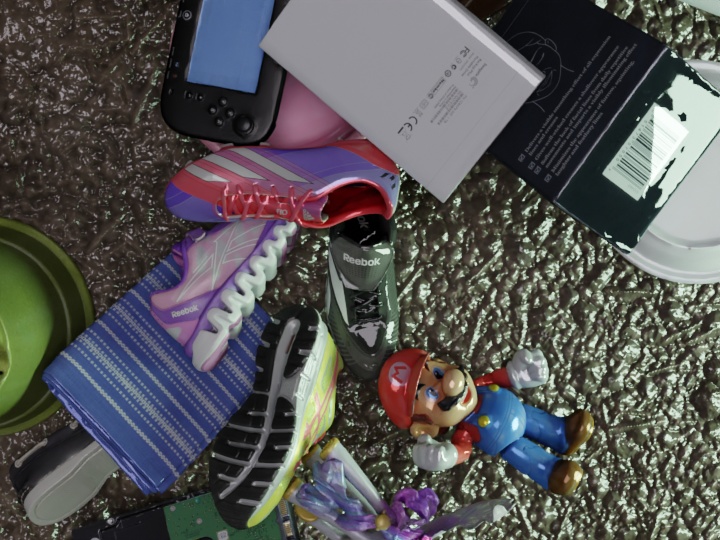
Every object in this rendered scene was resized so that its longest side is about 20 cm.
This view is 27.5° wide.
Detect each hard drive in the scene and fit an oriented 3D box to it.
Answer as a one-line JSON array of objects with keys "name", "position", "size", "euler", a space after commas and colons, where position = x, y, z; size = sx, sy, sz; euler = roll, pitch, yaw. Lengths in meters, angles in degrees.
[{"name": "hard drive", "position": [0.032, -0.169, 1.189], "size": [0.200, 0.027, 0.132], "euler": [40, 112, 2]}, {"name": "hard drive", "position": [-0.147, 0.269, 1.304], "size": [0.199, 0.038, 0.141], "euler": [-19, 72, 7]}]

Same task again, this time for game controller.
[{"name": "game controller", "position": [-0.105, -0.207, 1.248], "size": [0.103, 0.042, 0.202], "euler": [11, 88, 2]}]

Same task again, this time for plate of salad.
[{"name": "plate of salad", "position": [0.298, -0.088, 1.319], "size": [0.198, 0.048, 0.202], "euler": [0, 84, 1]}]

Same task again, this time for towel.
[{"name": "towel", "position": [-0.164, 0.081, 1.279], "size": [0.145, 0.024, 0.200], "euler": [47, 55, -3]}]

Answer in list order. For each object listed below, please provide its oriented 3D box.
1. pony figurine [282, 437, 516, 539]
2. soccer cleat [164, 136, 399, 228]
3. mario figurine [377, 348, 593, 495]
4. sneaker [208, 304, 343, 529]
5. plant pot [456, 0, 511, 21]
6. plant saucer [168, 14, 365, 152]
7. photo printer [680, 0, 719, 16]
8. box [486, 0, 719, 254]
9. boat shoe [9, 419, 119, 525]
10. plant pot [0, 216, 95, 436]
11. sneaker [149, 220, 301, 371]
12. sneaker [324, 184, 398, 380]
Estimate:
[{"name": "pony figurine", "position": [0.029, 0.232, 1.265], "size": [0.200, 0.193, 0.167], "euler": [42, 75, -2]}, {"name": "soccer cleat", "position": [-0.065, -0.065, 1.222], "size": [0.198, 0.077, 0.067], "euler": [-8, 137, 0]}, {"name": "mario figurine", "position": [0.110, 0.124, 1.293], "size": [0.199, 0.124, 0.107], "euler": [23, 114, -8]}, {"name": "sneaker", "position": [-0.061, 0.136, 1.275], "size": [0.078, 0.090, 0.201], "euler": [8, 64, 34]}, {"name": "plant pot", "position": [0.089, -0.338, 1.230], "size": [0.200, 0.200, 0.199], "euler": [-39, 87, 1]}, {"name": "plant saucer", "position": [-0.066, -0.182, 1.292], "size": [0.199, 0.051, 0.202], "euler": [0, 89, 2]}, {"name": "photo printer", "position": [0.341, -0.294, 1.256], "size": [0.199, 0.069, 0.168], "euler": [21, 93, -3]}, {"name": "box", "position": [0.182, -0.134, 1.219], "size": [0.107, 0.200, 0.149], "euler": [29, 101, -38]}, {"name": "boat shoe", "position": [-0.222, 0.144, 1.312], "size": [0.200, 0.074, 0.060], "euler": [-38, 57, -6]}, {"name": "plant pot", "position": [-0.335, 0.058, 1.238], "size": [0.198, 0.190, 0.202], "euler": [0, 94, -2]}, {"name": "sneaker", "position": [-0.114, -0.015, 1.277], "size": [0.088, 0.081, 0.201], "euler": [31, 71, 5]}, {"name": "sneaker", "position": [0.000, 0.000, 1.293], "size": [0.066, 0.091, 0.202], "euler": [-2, 94, -1]}]
